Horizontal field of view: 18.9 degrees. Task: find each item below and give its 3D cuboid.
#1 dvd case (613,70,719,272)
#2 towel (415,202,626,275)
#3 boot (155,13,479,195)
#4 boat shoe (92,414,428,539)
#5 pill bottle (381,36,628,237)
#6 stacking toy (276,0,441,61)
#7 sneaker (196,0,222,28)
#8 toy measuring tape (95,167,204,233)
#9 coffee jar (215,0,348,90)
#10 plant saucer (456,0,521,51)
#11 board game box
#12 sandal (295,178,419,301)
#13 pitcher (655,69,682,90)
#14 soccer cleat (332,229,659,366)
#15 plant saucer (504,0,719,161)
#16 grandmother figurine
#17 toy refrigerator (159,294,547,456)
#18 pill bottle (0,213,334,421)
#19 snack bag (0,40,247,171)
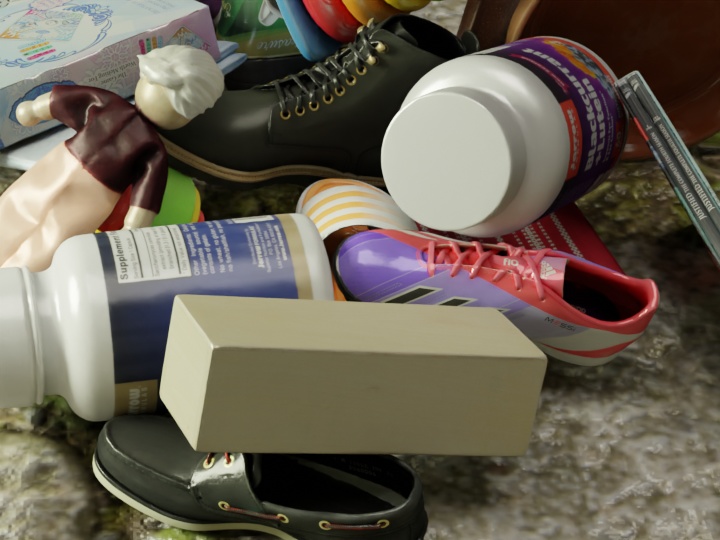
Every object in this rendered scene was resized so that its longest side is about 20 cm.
[{"bbox_3d":[0.225,-0.019,1.349,0.022,0.146,0.200,-29,42,8],"label":"dvd case"},{"bbox_3d":[0.070,0.006,1.393,0.200,0.023,0.145,-13,44,-17],"label":"towel"},{"bbox_3d":[-0.035,-0.121,1.397,0.200,0.138,0.078,3,48,-34],"label":"boot"},{"bbox_3d":[-0.057,0.114,1.220,0.201,0.063,0.074,16,42,16],"label":"boat shoe"},{"bbox_3d":[0.087,-0.082,1.338,0.111,0.112,0.200,20,18,18],"label":"pill bottle"},{"bbox_3d":[0.043,-0.213,1.403,0.200,0.110,0.116,-9,26,32],"label":"stacking toy"},{"bbox_3d":[-0.081,-0.245,1.590,0.200,0.140,0.078,-12,41,-18],"label":"sneaker"},{"bbox_3d":[-0.142,-0.059,1.409,0.073,0.074,0.200,-4,40,-10],"label":"toy measuring tape"},{"bbox_3d":[-0.055,-0.220,1.522,0.104,0.200,0.085,-9,18,-16],"label":"coffee jar"},{"bbox_3d":[0.100,-0.201,1.514,0.037,0.201,0.201,18,40,-3],"label":"plant saucer"},{"bbox_3d":[-0.228,-0.148,1.476,0.199,0.043,0.200,-26,29,-22],"label":"board game box"},{"bbox_3d":[0.008,0.000,1.336,0.079,0.059,0.207,-4,44,-9],"label":"sandal"},{"bbox_3d":[0.210,-0.213,1.598,0.171,0.121,0.200,-21,35,-21],"label":"pitcher"},{"bbox_3d":[0.082,0.007,1.295,0.200,0.073,0.068,14,61,-19],"label":"soccer cleat"},{"bbox_3d":[0.194,-0.158,1.461,0.200,0.201,0.032,-4,45,-10],"label":"plant saucer"},{"bbox_3d":[-0.166,-0.065,1.334,0.121,0.200,0.061,47,5,5],"label":"grandmother figurine"},{"bbox_3d":[-0.005,0.062,1.211,0.200,0.070,0.076,2,20,-23],"label":"toy refrigerator"},{"bbox_3d":[-0.121,0.030,1.276,0.200,0.111,0.111,-6,40,-12],"label":"pill bottle"},{"bbox_3d":[-0.207,-0.115,1.475,0.188,0.021,0.200,10,35,38],"label":"snack bag"}]
